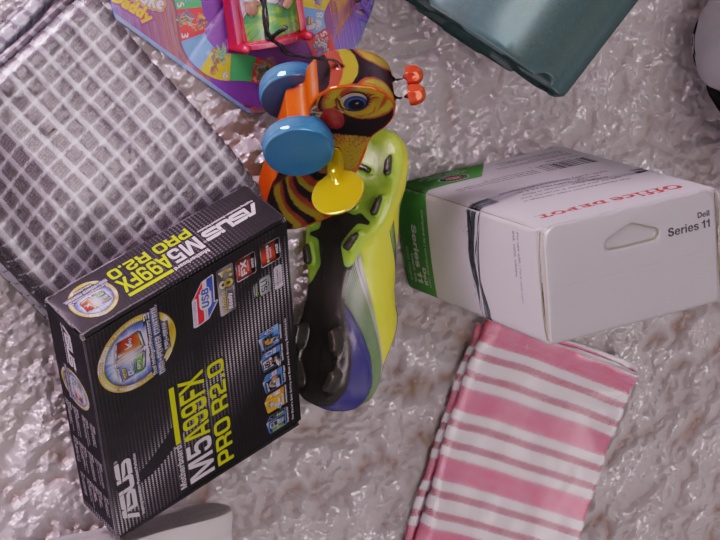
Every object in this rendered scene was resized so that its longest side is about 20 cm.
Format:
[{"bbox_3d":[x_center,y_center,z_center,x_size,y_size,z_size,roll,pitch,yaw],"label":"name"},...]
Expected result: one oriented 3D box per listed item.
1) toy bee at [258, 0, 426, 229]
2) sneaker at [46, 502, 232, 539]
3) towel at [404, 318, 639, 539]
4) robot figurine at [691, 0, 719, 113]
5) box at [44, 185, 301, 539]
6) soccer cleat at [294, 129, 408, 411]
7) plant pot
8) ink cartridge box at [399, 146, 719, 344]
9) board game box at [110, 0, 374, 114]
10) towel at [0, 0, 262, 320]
[{"bbox_3d":[-0.013,-0.098,1.342,0.108,0.200,0.132,-1,72,-4],"label":"toy bee"},{"bbox_3d":[-0.172,0.237,1.395,0.199,0.074,0.116,-11,102,-25],"label":"sneaker"},{"bbox_3d":[0.120,0.146,1.545,0.146,0.030,0.201,17,93,-27],"label":"towel"},{"bbox_3d":[0.330,-0.135,1.541,0.125,0.150,0.200,-35,116,8],"label":"robot figurine"},{"bbox_3d":[-0.117,0.062,1.343,0.160,0.044,0.201,-31,141,-27],"label":"box"},{"bbox_3d":[-0.001,0.000,1.449,0.084,0.064,0.201,10,92,-57],"label":"soccer cleat"},{"bbox_3d":[0.128,-0.237,1.390,0.200,0.200,0.197,30,95,-28],"label":"plant pot"},{"bbox_3d":[0.136,-0.021,1.421,0.146,0.200,0.083,-13,106,-23],"label":"ink cartridge box"},{"bbox_3d":[-0.071,-0.200,1.373,0.200,0.039,0.158,35,84,-27],"label":"board game box"},{"bbox_3d":[-0.180,-0.064,1.323,0.166,0.086,0.200,-47,116,-12],"label":"towel"}]
